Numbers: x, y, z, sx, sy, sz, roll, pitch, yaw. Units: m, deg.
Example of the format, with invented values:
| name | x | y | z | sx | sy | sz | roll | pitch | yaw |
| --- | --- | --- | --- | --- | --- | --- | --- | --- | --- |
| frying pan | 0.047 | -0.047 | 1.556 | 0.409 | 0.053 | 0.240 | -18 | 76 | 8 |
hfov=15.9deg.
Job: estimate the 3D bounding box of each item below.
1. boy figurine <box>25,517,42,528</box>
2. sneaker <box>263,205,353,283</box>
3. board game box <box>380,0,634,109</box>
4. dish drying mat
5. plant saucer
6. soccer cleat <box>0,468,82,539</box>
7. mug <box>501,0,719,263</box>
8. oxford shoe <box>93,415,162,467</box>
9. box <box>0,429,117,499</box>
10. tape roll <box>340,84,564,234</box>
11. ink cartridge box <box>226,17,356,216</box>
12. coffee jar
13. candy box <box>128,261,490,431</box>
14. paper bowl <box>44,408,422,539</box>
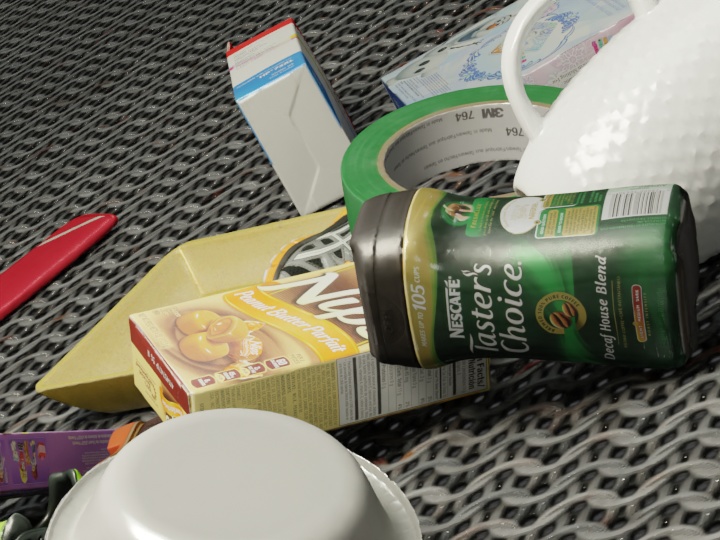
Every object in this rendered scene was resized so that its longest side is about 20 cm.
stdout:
| name | x | y | z | sx | sy | sz | roll | pitch | yaw |
| --- | --- | --- | --- | --- | --- | --- | --- | --- | --- |
| boy figurine | -0.289 | 0.192 | 1.717 | 0.124 | 0.065 | 0.199 | -3 | -3 | -40 |
| sneaker | 0.000 | 0.000 | 1.796 | 0.077 | 0.079 | 0.200 | -5 | 30 | 36 |
| board game box | 0.128 | -0.168 | 2.078 | 0.198 | 0.044 | 0.200 | -30 | 19 | -1 |
| dish drying mat | -0.303 | 0.011 | 2.283 | 0.200 | 0.018 | 0.077 | -40 | 22 | -27 |
| plant saucer | -0.110 | 0.038 | 1.895 | 0.199 | 0.049 | 0.200 | -11 | 27 | 42 |
| soccer cleat | -0.219 | 0.202 | 1.586 | 0.067 | 0.081 | 0.200 | -13 | 25 | 39 |
| mug | 0.172 | -0.095 | 1.601 | 0.175 | 0.200 | 0.148 | -40 | 9 | -3 |
| oxford shoe | -0.123 | 0.136 | 1.638 | 0.072 | 0.071 | 0.200 | -21 | 20 | 7 |
| box | -0.255 | 0.133 | 1.702 | 0.136 | 0.039 | 0.200 | -9 | -6 | 20 |
| tape roll | 0.087 | -0.063 | 1.769 | 0.199 | 0.048 | 0.201 | -7 | 30 | 4 |
| ink cartridge box | -0.054 | -0.134 | 2.142 | 0.067 | 0.117 | 0.200 | -28 | 20 | 5 |
| coffee jar | 0.095 | 0.005 | 1.511 | 0.199 | 0.105 | 0.085 | -1 | 35 | 15 |
| candy box | -0.032 | 0.051 | 1.607 | 0.199 | 0.056 | 0.115 | -14 | 29 | -20 |
| paper bowl | -0.065 | 0.149 | 1.346 | 0.199 | 0.105 | 0.201 | 1 | 33 | -1 |
